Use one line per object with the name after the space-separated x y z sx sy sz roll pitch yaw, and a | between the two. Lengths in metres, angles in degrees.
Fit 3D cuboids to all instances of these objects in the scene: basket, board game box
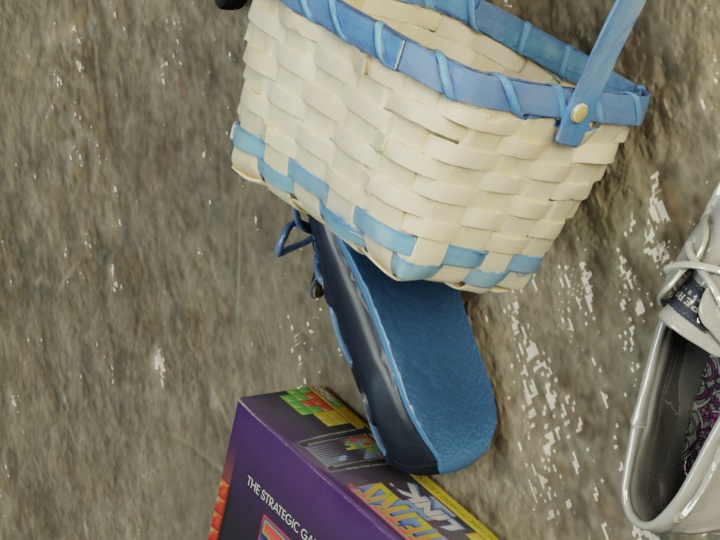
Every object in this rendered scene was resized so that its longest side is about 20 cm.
0.038 -0.106 1.192 0.176 0.139 0.201 38 118 39 | basket
-0.001 0.176 1.356 0.200 0.057 0.166 38 125 44 | board game box

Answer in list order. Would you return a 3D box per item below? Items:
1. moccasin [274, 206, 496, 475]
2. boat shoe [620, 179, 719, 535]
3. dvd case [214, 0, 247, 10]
0.000 0.000 1.309 0.068 0.080 0.201 -24 75 56 | moccasin
0.148 0.016 1.121 0.072 0.068 0.201 44 128 40 | boat shoe
-0.073 -0.252 1.418 0.143 0.017 0.201 -50 57 43 | dvd case
